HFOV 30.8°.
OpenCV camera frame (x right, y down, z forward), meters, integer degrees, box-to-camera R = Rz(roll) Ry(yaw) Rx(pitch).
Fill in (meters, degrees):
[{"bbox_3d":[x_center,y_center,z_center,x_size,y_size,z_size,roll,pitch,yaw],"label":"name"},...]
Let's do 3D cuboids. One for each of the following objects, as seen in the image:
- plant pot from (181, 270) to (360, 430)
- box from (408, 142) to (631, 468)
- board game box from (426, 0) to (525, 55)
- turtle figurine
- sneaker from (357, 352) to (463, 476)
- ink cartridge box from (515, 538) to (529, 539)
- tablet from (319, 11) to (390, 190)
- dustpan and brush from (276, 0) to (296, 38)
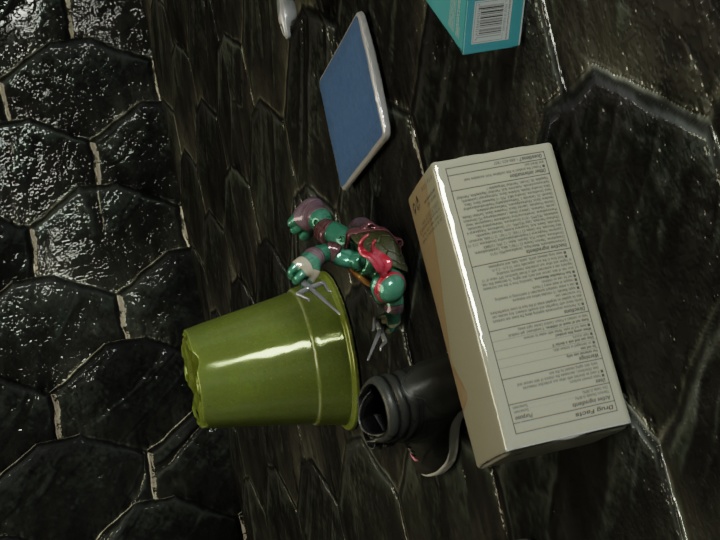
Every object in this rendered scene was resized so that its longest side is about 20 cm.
[{"bbox_3d":[-0.118,0.114,1.605,0.200,0.188,0.202,171,90,-75],"label":"plant pot"},{"bbox_3d":[0.105,0.024,0.893,0.078,0.094,0.202,125,134,-70],"label":"box"},{"bbox_3d":[0.064,-0.274,0.936,0.201,0.046,0.152,-115,21,-46],"label":"board game box"},{"bbox_3d":[0.000,0.000,1.276,0.150,0.101,0.200,41,-170,-32],"label":"turtle figurine"},{"bbox_3d":[0.040,0.140,1.201,0.201,0.098,0.071,101,152,-57],"label":"sneaker"},{"bbox_3d":[0.098,0.317,1.131,0.200,0.084,0.147,125,134,-72],"label":"ink cartridge box"},{"bbox_3d":[-0.007,-0.169,1.341,0.200,0.014,0.131,138,121,-72],"label":"tablet"},{"bbox_3d":[-0.075,-0.346,1.388,0.140,0.057,0.202,143,116,-74],"label":"dustpan and brush"}]
